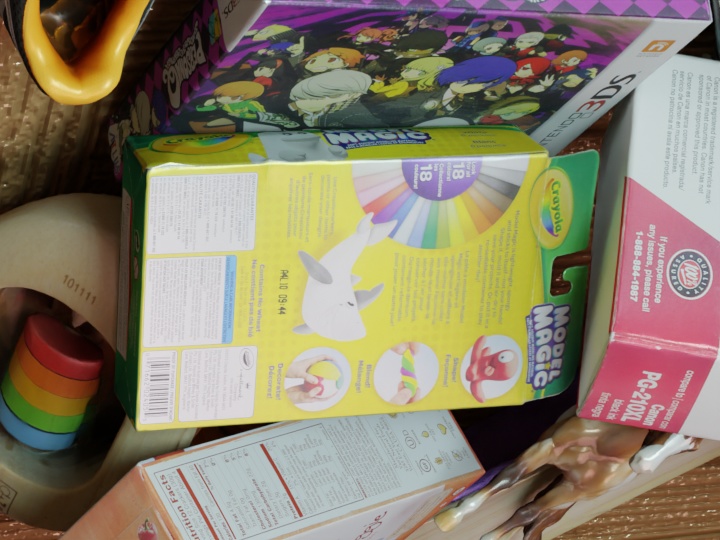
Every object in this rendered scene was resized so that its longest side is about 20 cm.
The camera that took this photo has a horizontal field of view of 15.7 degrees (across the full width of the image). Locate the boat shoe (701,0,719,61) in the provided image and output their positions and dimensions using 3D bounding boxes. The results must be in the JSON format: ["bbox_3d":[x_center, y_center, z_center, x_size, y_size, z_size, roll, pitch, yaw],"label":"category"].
[{"bbox_3d":[0.187,-0.101,1.181,0.062,0.073,0.200,22,158,17],"label":"boat shoe"}]

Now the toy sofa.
[{"bbox_3d":[0.108,0.086,1.364,0.199,0.083,0.098,-29,139,14],"label":"toy sofa"}]

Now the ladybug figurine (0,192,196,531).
[{"bbox_3d":[-0.128,0.038,1.171,0.135,0.072,0.200,36,134,2],"label":"ladybug figurine"}]

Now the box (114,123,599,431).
[{"bbox_3d":[0.000,0.000,1.088,0.199,0.048,0.118,-2,111,-17],"label":"box"}]

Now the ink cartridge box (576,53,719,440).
[{"bbox_3d":[0.202,0.000,1.120,0.199,0.146,0.084,10,152,-2],"label":"ink cartridge box"}]

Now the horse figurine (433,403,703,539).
[{"bbox_3d":[0.098,0.095,1.229,0.132,0.050,0.200,-33,172,-1],"label":"horse figurine"}]

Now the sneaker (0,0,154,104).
[{"bbox_3d":[-0.095,-0.144,0.956,0.078,0.078,0.201,-5,142,-16],"label":"sneaker"}]

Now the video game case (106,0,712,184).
[{"bbox_3d":[0.016,-0.082,1.087,0.199,0.036,0.181,0,159,-25],"label":"video game case"}]

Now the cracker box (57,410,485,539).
[{"bbox_3d":[-0.054,0.123,1.198,0.199,0.058,0.134,-12,156,-47],"label":"cracker box"}]

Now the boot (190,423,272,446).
[{"bbox_3d":[-0.042,0.046,1.262,0.199,0.077,0.155,10,141,-46],"label":"boot"}]
